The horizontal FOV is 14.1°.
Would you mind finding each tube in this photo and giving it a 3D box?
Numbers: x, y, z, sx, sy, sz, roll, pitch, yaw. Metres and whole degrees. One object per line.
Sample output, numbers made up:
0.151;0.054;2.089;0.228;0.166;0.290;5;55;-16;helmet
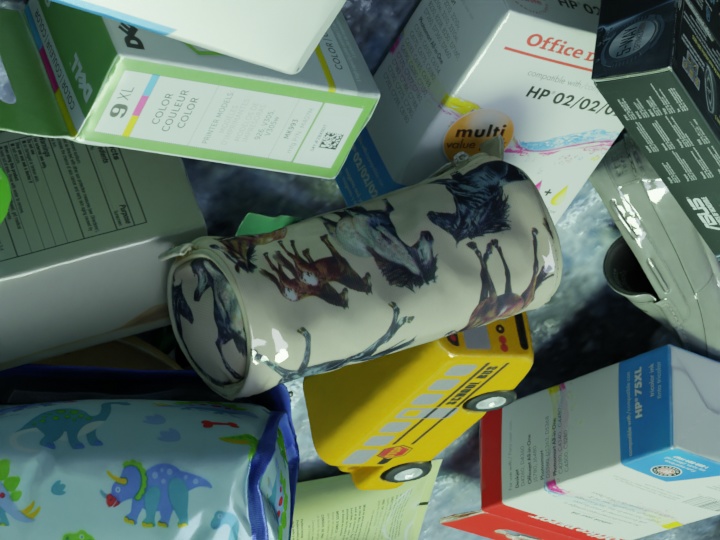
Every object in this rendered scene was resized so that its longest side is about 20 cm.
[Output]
-0.047;0.156;1.756;0.199;0.052;0.058;-9;178;-23;tube

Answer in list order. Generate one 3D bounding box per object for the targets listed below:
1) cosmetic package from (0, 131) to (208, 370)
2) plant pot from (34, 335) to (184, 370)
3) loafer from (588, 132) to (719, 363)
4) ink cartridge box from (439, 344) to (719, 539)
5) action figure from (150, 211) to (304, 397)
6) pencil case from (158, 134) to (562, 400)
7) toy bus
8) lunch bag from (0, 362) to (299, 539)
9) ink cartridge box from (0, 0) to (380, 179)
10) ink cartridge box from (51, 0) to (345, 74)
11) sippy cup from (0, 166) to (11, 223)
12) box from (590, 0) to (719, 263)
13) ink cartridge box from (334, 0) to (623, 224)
-0.182;-0.010;1.476;0.199;0.106;0.071;-14;139;-10;cosmetic package
-0.175;0.085;1.598;0.198;0.028;0.201;-1;139;-1;plant pot
0.174;-0.005;1.682;0.069;0.070;0.201;-18;133;3;loafer
0.152;0.113;1.755;0.116;0.068;0.199;19;151;-38;ink cartridge box
-0.076;0.051;1.630;0.118;0.055;0.200;17;128;-41;action figure
0.000;0.000;1.462;0.199;0.090;0.078;-17;168;-27;pencil case
0.028;0.060;1.627;0.078;0.066;0.200;0;155;-28;toy bus
-0.119;0.113;1.481;0.169;0.200;0.128;2;97;3;lunch bag
-0.100;-0.110;1.410;0.199;0.104;0.059;7;130;-30;ink cartridge box
-0.095;-0.192;1.257;0.144;0.201;0.084;14;124;-36;ink cartridge box
-0.247;-0.045;1.360;0.139;0.178;0.131;-29;125;-8;sippy cup
0.185;-0.112;1.504;0.043;0.161;0.200;-7;147;27;box
0.082;-0.102;1.532;0.115;0.068;0.200;10;128;-34;ink cartridge box
